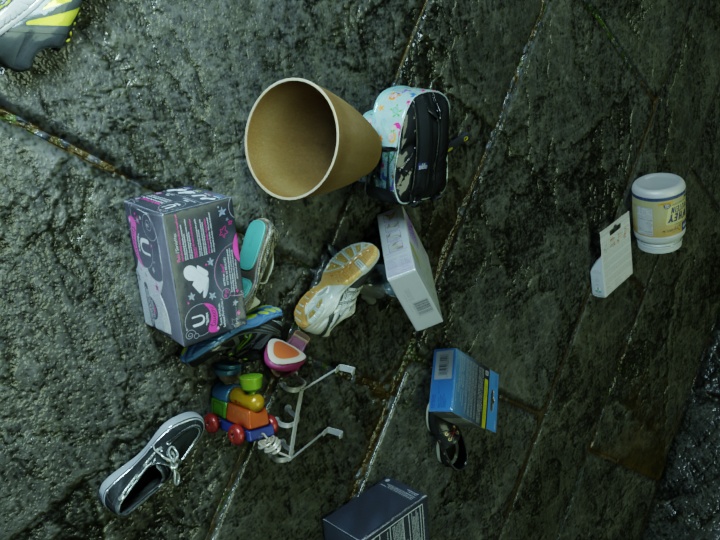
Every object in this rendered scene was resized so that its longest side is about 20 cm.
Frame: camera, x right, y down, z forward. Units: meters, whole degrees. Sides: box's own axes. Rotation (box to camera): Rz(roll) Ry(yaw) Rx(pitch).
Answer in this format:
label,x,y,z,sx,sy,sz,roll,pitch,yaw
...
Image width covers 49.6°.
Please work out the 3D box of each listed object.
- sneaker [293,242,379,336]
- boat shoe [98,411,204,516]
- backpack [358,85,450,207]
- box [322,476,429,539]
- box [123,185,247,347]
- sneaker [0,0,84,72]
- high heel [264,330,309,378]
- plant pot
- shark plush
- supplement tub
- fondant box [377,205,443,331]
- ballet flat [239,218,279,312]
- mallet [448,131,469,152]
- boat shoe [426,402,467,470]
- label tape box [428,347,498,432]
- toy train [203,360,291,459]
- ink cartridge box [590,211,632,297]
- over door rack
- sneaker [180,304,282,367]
label,x,y,z,sx,sy,sz,roll,pitch,yaw
sneaker,-0.032,0.036,1.420,0.200,0.076,0.088,-46,136,5
boat shoe,-0.315,0.305,1.228,0.199,0.068,0.074,-36,125,-33
backpack,0.081,-0.234,1.415,0.177,0.150,0.201,-19,123,-48
box,0.037,0.575,1.626,0.198,0.123,0.201,-21,114,-41
box,-0.259,-0.011,1.149,0.114,0.132,0.201,-19,114,-37
sneaker,-0.387,-0.328,0.979,0.200,0.074,0.085,-43,135,-18
high heel,-0.135,0.164,1.311,0.096,0.067,0.200,-59,172,9
plant pot,-0.055,-0.206,1.283,0.200,0.186,0.187,-3,104,-56
shark plush,0.000,0.000,1.493,0.200,0.091,0.084,23,65,-26
supplement tub,0.855,-0.164,2.232,0.144,0.144,0.201,-33,123,-35
fondant box,0.092,-0.006,1.474,0.058,0.200,0.144,-22,128,11
ballet flat,-0.182,0.013,1.286,0.075,0.068,0.201,41,69,-54
mallet,0.160,-0.245,1.580,0.200,0.041,0.066,-44,132,-33
boat shoe,0.201,0.372,1.782,0.074,0.063,0.202,-35,123,-30
label tape box,0.235,0.274,1.753,0.200,0.063,0.145,34,56,-45
toy train,-0.172,0.219,1.258,0.084,0.200,0.116,-9,103,-44
ink cartridge box,0.702,-0.048,2.184,0.161,0.050,0.201,-32,119,-35
over door rack,-0.097,0.259,1.445,0.200,0.066,0.148,-8,111,-58
sneaker,-0.203,0.120,1.287,0.199,0.071,0.083,-21,110,-43
